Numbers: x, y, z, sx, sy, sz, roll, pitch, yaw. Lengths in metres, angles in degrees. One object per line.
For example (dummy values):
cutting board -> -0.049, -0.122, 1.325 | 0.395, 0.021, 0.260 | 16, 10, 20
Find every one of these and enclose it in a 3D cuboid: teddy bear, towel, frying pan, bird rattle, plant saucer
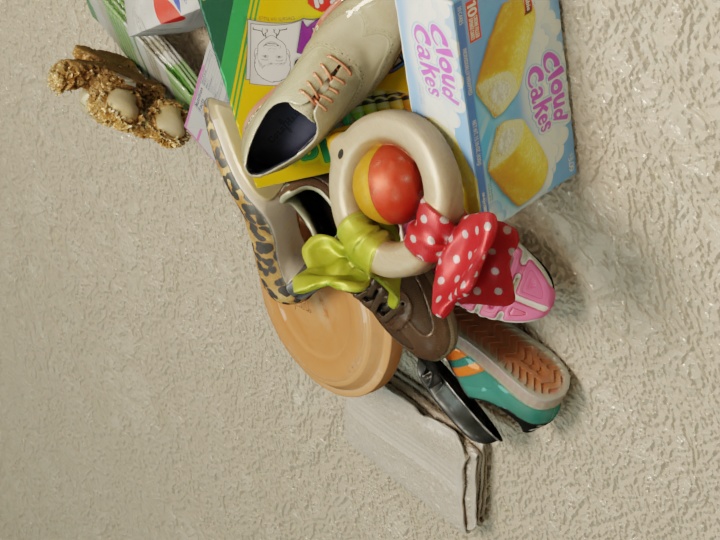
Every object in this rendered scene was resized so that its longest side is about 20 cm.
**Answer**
teddy bear -> -0.240, -0.165, 1.806 | 0.200, 0.145, 0.067 | 33, 109, 43
towel -> -0.214, -0.226, 1.831 | 0.200, 0.031, 0.149 | 49, 172, 12
frying pan -> 0.083, 0.116, 1.637 | 0.115, 0.031, 0.190 | 50, -174, 9
bird rattle -> 0.029, -0.041, 1.384 | 0.200, 0.112, 0.164 | -7, 95, 55
towel -> 0.050, 0.171, 1.823 | 0.200, 0.034, 0.133 | 33, 141, 36
plant saucer -> -0.035, 0.025, 1.693 | 0.200, 0.032, 0.201 | 30, 130, 43

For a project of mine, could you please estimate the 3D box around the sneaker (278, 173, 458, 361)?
sneaker -> 0.000, 0.000, 1.520 | 0.200, 0.075, 0.070 | 54, 132, 10

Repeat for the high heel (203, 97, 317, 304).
high heel -> -0.099, -0.056, 1.616 | 0.200, 0.071, 0.142 | 53, 149, -7

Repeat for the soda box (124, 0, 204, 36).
soda box -> -0.152, -0.264, 1.672 | 0.200, 0.068, 0.064 | -5, 93, 59

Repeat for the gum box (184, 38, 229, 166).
gum box -> -0.081, -0.181, 1.622 | 0.066, 0.113, 0.200 | 49, 148, 15

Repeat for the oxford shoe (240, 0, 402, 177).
oxford shoe -> -0.023, -0.146, 1.410 | 0.071, 0.074, 0.200 | 34, 115, -11

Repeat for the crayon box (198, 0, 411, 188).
crayon box -> -0.012, -0.174, 1.470 | 0.199, 0.058, 0.173 | -11, 113, 12

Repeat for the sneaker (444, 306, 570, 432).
sneaker -> 0.098, 0.068, 1.625 | 0.200, 0.071, 0.080 | 45, 144, 20

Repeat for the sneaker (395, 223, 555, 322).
sneaker -> 0.090, -0.008, 1.564 | 0.199, 0.087, 0.074 | 22, 94, 30

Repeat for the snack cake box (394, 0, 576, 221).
snack cake box -> 0.099, -0.145, 1.393 | 0.067, 0.115, 0.201 | 25, 136, 43
